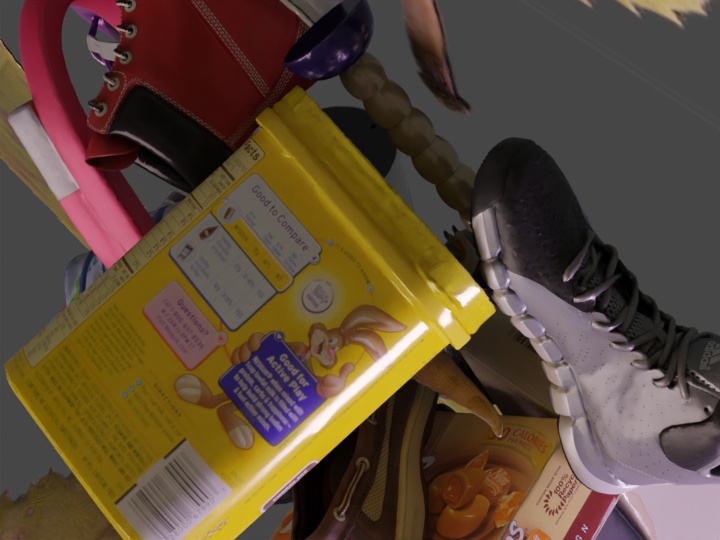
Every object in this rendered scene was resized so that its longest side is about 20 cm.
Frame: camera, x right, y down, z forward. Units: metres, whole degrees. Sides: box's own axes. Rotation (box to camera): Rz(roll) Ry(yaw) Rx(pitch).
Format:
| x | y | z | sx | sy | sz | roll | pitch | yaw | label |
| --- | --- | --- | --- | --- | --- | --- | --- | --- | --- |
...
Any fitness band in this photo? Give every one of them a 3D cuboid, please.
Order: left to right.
| x | y | z | sx | sy | sz | roll | pitch | yaw | label |
| --- | --- | --- | --- | --- | --- | --- | --- | --- | --- |
| -0.117 | -0.074 | 1.040 | 0.037 | 0.144 | 0.201 | -22 | 106 | 34 | fitness band |

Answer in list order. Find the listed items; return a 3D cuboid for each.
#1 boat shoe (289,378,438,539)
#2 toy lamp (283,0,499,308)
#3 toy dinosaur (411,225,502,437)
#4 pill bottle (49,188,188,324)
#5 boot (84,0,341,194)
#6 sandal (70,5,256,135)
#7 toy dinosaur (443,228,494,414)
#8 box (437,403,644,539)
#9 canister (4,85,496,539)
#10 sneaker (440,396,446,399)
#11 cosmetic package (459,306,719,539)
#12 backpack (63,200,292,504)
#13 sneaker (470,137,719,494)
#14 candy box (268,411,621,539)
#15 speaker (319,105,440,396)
| x | y | z | sx | sy | sz | roll | pitch | yaw | label |
| --- | --- | --- | --- | --- | --- | --- | --- | --- | --- |
| -0.005 | 0.073 | 0.993 | 0.075 | 0.075 | 0.204 | 32 | -143 | -30 | boat shoe |
| 0.047 | -0.046 | 0.943 | 0.200 | 0.058 | 0.058 | 49 | 169 | -17 | toy lamp |
| 0.016 | 0.025 | 0.990 | 0.199 | 0.101 | 0.059 | 32 | 148 | 25 | toy dinosaur |
| -0.130 | 0.009 | 1.443 | 0.114 | 0.200 | 0.114 | 42 | 170 | 9 | pill bottle |
| -0.120 | -0.135 | 0.976 | 0.200 | 0.144 | 0.072 | 42 | 172 | 14 | boot |
| -0.156 | -0.146 | 1.341 | 0.202 | 0.050 | 0.083 | 39 | 169 | 26 | sandal |
| 0.059 | 0.026 | 1.105 | 0.076 | 0.103 | 0.201 | -3 | 132 | 19 | toy dinosaur |
| 0.054 | 0.206 | 1.106 | 0.123 | 0.200 | 0.198 | 48 | 170 | -21 | box |
| -0.056 | 0.031 | 0.916 | 0.149 | 0.200 | 0.087 | 48 | 180 | 25 | canister |
| 0.035 | 0.024 | 1.260 | 0.111 | 0.073 | 0.200 | 34 | 174 | 25 | sneaker |
| 0.143 | 0.091 | 1.075 | 0.103 | 0.073 | 0.200 | 34 | 165 | 43 | cosmetic package |
| -0.095 | 0.041 | 1.164 | 0.200 | 0.152 | 0.165 | 83 | 180 | -65 | backpack |
| 0.134 | 0.021 | 0.887 | 0.115 | 0.075 | 0.201 | 1 | 129 | 39 | sneaker |
| 0.039 | 0.136 | 1.024 | 0.055 | 0.116 | 0.199 | 46 | 155 | -23 | candy box |
| 0.000 | 0.000 | 1.124 | 0.081 | 0.081 | 0.201 | 36 | 155 | 37 | speaker |
